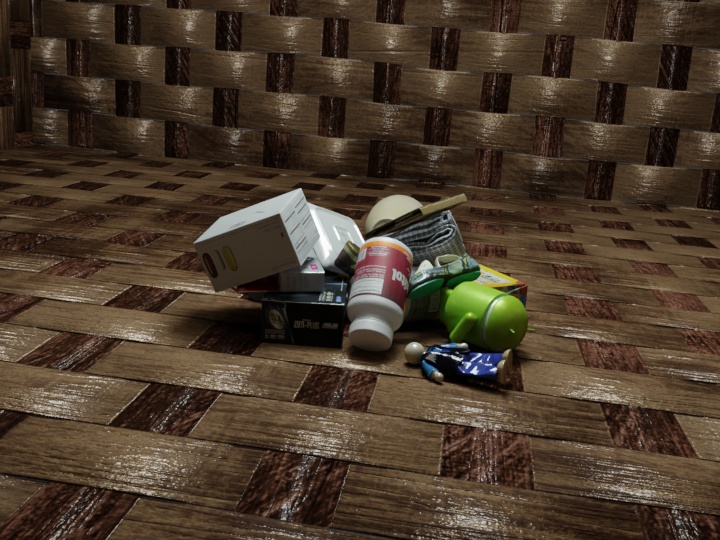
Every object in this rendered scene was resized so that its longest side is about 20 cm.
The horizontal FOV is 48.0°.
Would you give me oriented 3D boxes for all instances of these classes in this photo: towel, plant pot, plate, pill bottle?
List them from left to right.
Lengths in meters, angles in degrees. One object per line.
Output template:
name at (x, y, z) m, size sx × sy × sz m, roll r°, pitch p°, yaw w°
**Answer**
plate at (-0.045, -0.069, 1.835) m, size 0.198 × 0.032 × 0.202 m, roll 18°, pitch 39°, yaw -48°
pill bottle at (0.035, 0.047, 1.560) m, size 0.110 × 0.114 × 0.203 m, roll 7°, pitch 58°, yaw 9°
plant pot at (0.083, -0.094, 2.072) m, size 0.183 × 0.192 × 0.200 m, roll 7°, pitch 8°, yaw 11°
pill bottle at (0.079, 0.052, 1.710) m, size 0.196 × 0.119 × 0.116 m, roll -3°, pitch 16°, yaw -26°
towel at (0.132, -0.039, 1.793) m, size 0.197 × 0.087 × 0.166 m, roll -22°, pitch -22°, yaw 9°

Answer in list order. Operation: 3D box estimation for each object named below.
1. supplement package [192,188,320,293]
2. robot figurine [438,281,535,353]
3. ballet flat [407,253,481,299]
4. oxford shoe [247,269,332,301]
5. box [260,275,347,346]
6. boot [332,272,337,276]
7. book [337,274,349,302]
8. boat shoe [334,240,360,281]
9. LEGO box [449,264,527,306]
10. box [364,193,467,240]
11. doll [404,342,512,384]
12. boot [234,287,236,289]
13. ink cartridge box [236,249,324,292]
supplement package at (-0.202, -0.060, 1.608) m, size 0.196 × 0.113 × 0.156 m, roll -18°, pitch 18°, yaw 19°
robot figurine at (0.247, 0.092, 1.609) m, size 0.173 × 0.118 × 0.198 m, roll -3°, pitch 16°, yaw -45°
ballet flat at (0.158, 0.007, 1.665) m, size 0.197 × 0.076 × 0.074 m, roll -12°, pitch 21°, yaw -34°
oxford shoe at (-0.156, 0.032, 1.804) m, size 0.195 × 0.073 × 0.071 m, roll -9°, pitch -5°, yaw 4°
box at (-0.109, 0.075, 1.630) m, size 0.160 × 0.088 × 0.200 m, roll 4°, pitch 15°, yaw 1°
boot at (-0.121, -0.003, 1.917) m, size 0.196 × 0.075 × 0.151 m, roll -22°, pitch 6°, yaw 0°
book at (-0.002, 0.045, 1.858) m, size 0.131 × 0.049 × 0.200 m, roll 11°, pitch 18°, yaw 19°
boat shoe at (0.000, 0.001, 1.753) m, size 0.072 × 0.066 × 0.201 m, roll 56°, pitch 7°, yaw 31°
LEGO box at (0.263, 0.046, 1.861) m, size 0.146 × 0.079 × 0.199 m, roll -4°, pitch 17°, yaw -29°
box at (0.124, -0.118, 1.786) m, size 0.162 × 0.022 × 0.199 m, roll -24°, pitch -2°, yaw 38°
doll at (0.172, 0.162, 1.462) m, size 0.196 × 0.050 × 0.136 m, roll 4°, pitch 23°, yaw 24°
boot at (-0.278, -0.014, 1.901) m, size 0.072 × 0.092 × 0.199 m, roll -6°, pitch 18°, yaw -35°
ink cartridge box at (-0.169, -0.002, 1.652) m, size 0.169 × 0.045 × 0.200 m, roll 1°, pitch 15°, yaw -11°
